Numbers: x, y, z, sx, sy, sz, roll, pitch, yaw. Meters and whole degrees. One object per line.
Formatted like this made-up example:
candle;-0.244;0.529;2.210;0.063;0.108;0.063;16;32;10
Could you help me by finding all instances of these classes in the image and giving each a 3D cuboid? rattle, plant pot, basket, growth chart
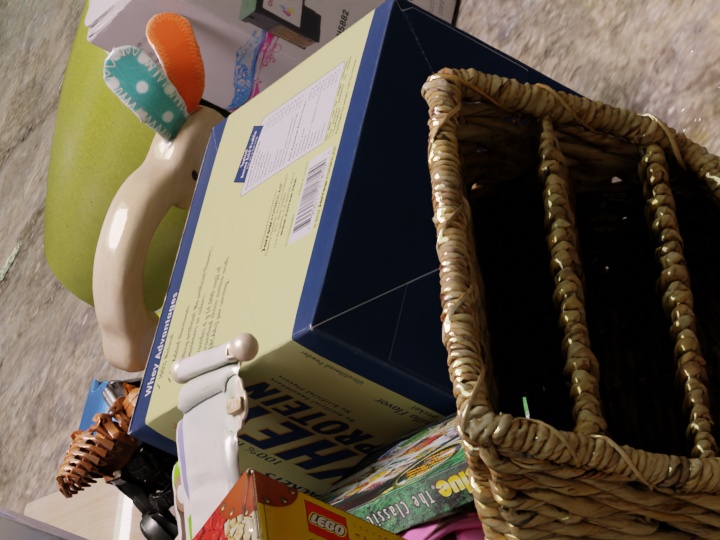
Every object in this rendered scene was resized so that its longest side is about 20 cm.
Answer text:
rattle;-0.074;-0.031;1.591;0.143;0.130;0.201;24;109;46
plant pot;-0.124;-0.072;1.813;0.188;0.186;0.200;-91;26;-49
basket;0.109;0.023;1.140;0.149;0.142;0.201;74;-170;-46
growth chart;-0.070;0.132;1.384;0.145;0.018;0.202;174;92;-71

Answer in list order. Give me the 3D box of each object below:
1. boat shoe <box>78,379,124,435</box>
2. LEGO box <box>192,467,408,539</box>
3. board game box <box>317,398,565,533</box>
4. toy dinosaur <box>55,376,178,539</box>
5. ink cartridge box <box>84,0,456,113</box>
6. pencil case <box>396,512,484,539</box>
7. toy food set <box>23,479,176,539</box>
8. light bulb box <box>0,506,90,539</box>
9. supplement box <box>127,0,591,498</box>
boat shoe;-0.143;0.112;1.771;0.200;0.068;0.085;-177;100;-81
LEGO box;0.000;0.194;1.190;0.149;0.199;0.077;-52;25;25
board game box;0.052;0.084;1.315;0.199;0.024;0.105;-27;5;41
toy dinosaur;-0.109;0.113;1.597;0.200;0.136;0.102;-28;-28;-44
ink cartridge box;-0.048;-0.169;1.693;0.084;0.199;0.146;-35;36;52
pencil case;0.009;0.175;1.352;0.200;0.090;0.094;-24;81;60
toy food set;-0.163;0.209;1.746;0.200;0.060;0.145;-26;55;59
light bulb box;-0.212;0.232;1.565;0.124;0.200;0.199;14;82;36
supplement box;0.000;0.000;1.487;0.200;0.134;0.201;-30;39;54
